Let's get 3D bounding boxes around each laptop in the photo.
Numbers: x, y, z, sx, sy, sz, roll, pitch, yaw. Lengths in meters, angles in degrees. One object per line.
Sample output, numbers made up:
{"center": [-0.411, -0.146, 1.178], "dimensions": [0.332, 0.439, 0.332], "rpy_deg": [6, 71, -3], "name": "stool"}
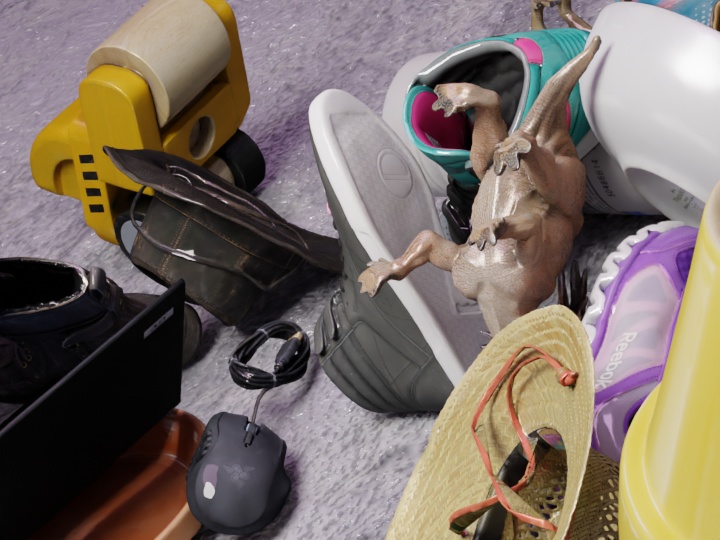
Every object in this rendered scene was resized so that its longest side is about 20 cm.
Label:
{"center": [-0.199, 0.089, 1.235], "dimensions": [0.200, 0.103, 0.177], "rpy_deg": [6, 39, 48], "name": "laptop"}

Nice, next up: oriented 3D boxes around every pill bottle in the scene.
{"center": [0.116, -0.093, 1.354], "dimensions": [0.200, 0.114, 0.114], "rpy_deg": [3, 37, 45], "name": "pill bottle"}

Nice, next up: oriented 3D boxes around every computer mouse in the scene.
{"center": [-0.058, 0.081, 1.239], "dimensions": [0.058, 0.034, 0.200], "rpy_deg": [19, 33, -3], "name": "computer mouse"}

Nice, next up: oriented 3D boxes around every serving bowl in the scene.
{"center": [0.193, -0.056, 1.147], "dimensions": [0.066, 0.200, 0.200], "rpy_deg": [-55, 31, -6], "name": "serving bowl"}

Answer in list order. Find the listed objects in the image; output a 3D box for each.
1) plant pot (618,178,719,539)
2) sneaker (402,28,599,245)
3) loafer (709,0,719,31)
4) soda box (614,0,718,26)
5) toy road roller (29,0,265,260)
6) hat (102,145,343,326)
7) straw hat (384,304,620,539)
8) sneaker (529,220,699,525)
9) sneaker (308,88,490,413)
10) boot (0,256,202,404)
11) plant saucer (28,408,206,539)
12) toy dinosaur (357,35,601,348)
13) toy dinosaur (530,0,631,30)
{"center": [0.199, 0.054, 0.853], "dimensions": [0.200, 0.189, 0.201], "rpy_deg": [-5, 36, 4], "name": "plant pot"}
{"center": [0.064, -0.056, 1.235], "dimensions": [0.084, 0.121, 0.200], "rpy_deg": [46, 116, 36], "name": "sneaker"}
{"center": [0.254, -0.106, 1.301], "dimensions": [0.073, 0.072, 0.200], "rpy_deg": [-27, 26, -6], "name": "loafer"}
{"center": [0.276, -0.189, 1.441], "dimensions": [0.200, 0.069, 0.064], "rpy_deg": [-26, 25, -3], "name": "soda box"}
{"center": [-0.166, -0.106, 1.542], "dimensions": [0.146, 0.200, 0.123], "rpy_deg": [18, 46, 26], "name": "toy road roller"}
{"center": [-0.091, -0.011, 1.394], "dimensions": [0.081, 0.200, 0.201], "rpy_deg": [-66, 28, 6], "name": "hat"}
{"center": [0.087, 0.124, 0.986], "dimensions": [0.201, 0.085, 0.201], "rpy_deg": [-52, 22, 32], "name": "straw hat"}
{"center": [0.149, 0.055, 1.096], "dimensions": [0.088, 0.081, 0.200], "rpy_deg": [5, 44, 38], "name": "sneaker"}
{"center": [0.000, 0.000, 1.202], "dimensions": [0.099, 0.200, 0.071], "rpy_deg": [-18, 17, 39], "name": "sneaker"}
{"center": [-0.212, 0.029, 1.357], "dimensions": [0.199, 0.174, 0.069], "rpy_deg": [-12, 73, 24], "name": "boot"}
{"center": [-0.170, 0.151, 1.247], "dimensions": [0.200, 0.032, 0.200], "rpy_deg": [-20, 26, 10], "name": "plant saucer"}
{"center": [0.090, -0.022, 1.138], "dimensions": [0.086, 0.135, 0.201], "rpy_deg": [15, 84, 46], "name": "toy dinosaur"}
{"center": [0.140, -0.136, 1.433], "dimensions": [0.058, 0.101, 0.200], "rpy_deg": [-19, 19, -29], "name": "toy dinosaur"}
